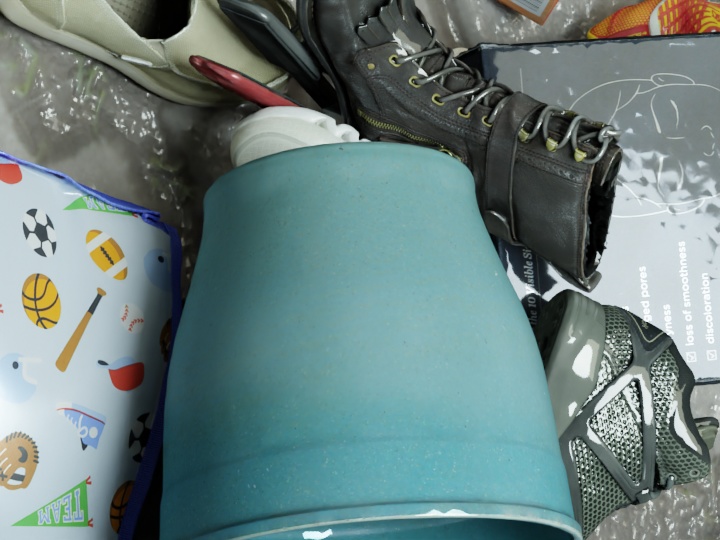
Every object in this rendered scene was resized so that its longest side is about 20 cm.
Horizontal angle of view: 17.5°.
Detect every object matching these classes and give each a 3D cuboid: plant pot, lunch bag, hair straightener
[{"bbox_3d":[-0.005,0.047,1.114,0.199,0.200,0.189,9,67,-40],"label":"plant pot"},{"bbox_3d":[-0.182,0.045,1.120,0.170,0.124,0.201,21,82,-39],"label":"lunch bag"},{"bbox_3d":[-0.019,-0.112,1.274,0.200,0.041,0.077,26,87,-57],"label":"hair straightener"}]

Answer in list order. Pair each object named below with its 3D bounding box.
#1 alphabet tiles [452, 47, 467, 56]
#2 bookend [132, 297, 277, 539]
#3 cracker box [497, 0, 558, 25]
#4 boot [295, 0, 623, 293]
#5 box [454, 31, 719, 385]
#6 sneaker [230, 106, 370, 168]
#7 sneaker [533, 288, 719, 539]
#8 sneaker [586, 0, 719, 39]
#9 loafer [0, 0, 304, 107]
[{"bbox_3d":[0.068,-0.026,1.412,0.195,0.015,0.201,24,71,-37],"label":"alphabet tiles"},{"bbox_3d":[-0.043,0.122,1.252,0.198,0.092,0.201,2,80,-45],"label":"bookend"},{"bbox_3d":[0.146,-0.264,1.419,0.057,0.134,0.201,29,64,-1],"label":"cracker box"},{"bbox_3d":[0.060,-0.091,1.211,0.069,0.174,0.201,-47,146,-31],"label":"boot"},{"bbox_3d":[0.155,-0.031,1.350,0.195,0.124,0.201,-4,88,-13],"label":"box"},{"bbox_3d":[0.000,0.000,1.234,0.200,0.075,0.081,50,37,-11],"label":"sneaker"},{"bbox_3d":[0.125,0.121,1.251,0.114,0.076,0.200,19,92,-9],"label":"sneaker"},{"bbox_3d":[0.209,-0.140,1.516,0.200,0.077,0.073,14,69,-56],"label":"sneaker"},{"bbox_3d":[-0.101,-0.136,1.240,0.199,0.068,0.076,12,78,-41],"label":"loafer"}]
